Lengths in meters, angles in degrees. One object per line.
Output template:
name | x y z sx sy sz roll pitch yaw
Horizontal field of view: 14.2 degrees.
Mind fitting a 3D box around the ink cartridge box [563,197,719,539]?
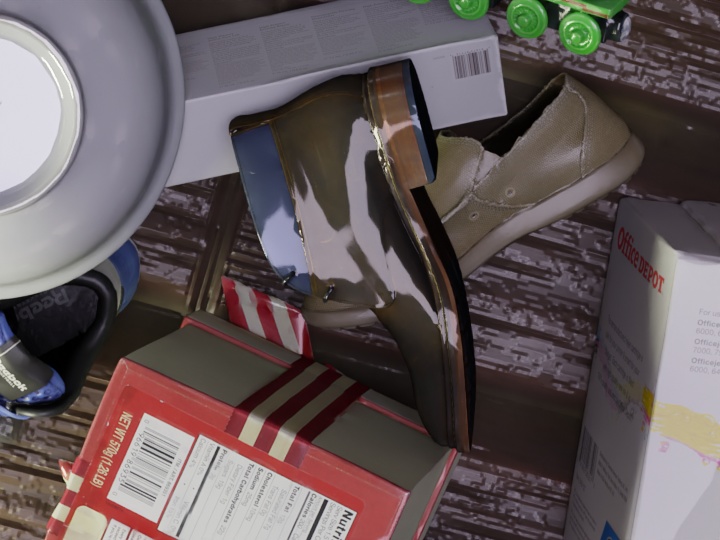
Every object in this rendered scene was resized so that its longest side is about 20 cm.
ink cartridge box | 0.202 0.077 1.506 0.144 0.147 0.200 6 103 -8

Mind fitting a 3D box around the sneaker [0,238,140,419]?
sneaker | -0.200 0.047 1.472 0.199 0.115 0.081 -35 103 3

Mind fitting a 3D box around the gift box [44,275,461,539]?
gift box | -0.067 0.119 1.473 0.200 0.187 0.185 30 101 8

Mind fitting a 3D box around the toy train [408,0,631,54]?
toy train | 0.045 -0.161 1.445 0.200 0.042 0.056 19 123 19

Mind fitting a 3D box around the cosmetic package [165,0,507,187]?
cosmetic package | -0.031 -0.095 1.472 0.200 0.083 0.051 -12 122 -3

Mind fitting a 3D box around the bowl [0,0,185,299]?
bowl | -0.179 -0.078 1.366 0.201 0.090 0.201 -1 99 -7

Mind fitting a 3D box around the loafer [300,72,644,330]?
loafer | 0.049 -0.037 1.505 0.200 0.076 0.068 -30 102 -7

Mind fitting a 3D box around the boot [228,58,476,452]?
boot | 0.000 0.000 1.437 0.097 0.075 0.200 -10 101 7
